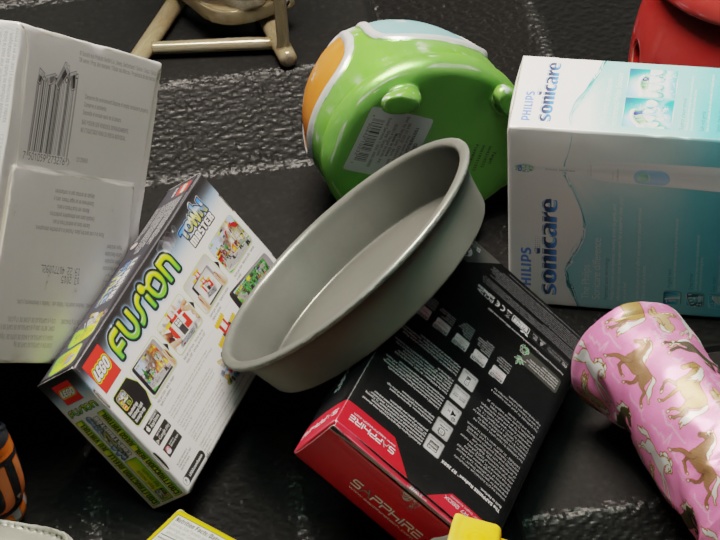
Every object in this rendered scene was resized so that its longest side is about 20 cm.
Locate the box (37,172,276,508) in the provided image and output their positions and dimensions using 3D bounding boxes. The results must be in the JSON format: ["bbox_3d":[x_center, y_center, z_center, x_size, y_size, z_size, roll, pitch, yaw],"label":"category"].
[{"bbox_3d":[-0.114,0.041,1.567,0.035,0.110,0.200,-26,23,39],"label":"box"}]

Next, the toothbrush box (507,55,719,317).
[{"bbox_3d":[0.197,-0.052,1.626,0.199,0.147,0.085,3,39,9],"label":"toothbrush box"}]

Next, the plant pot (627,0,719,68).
[{"bbox_3d":[0.285,-0.162,1.727,0.200,0.183,0.201,0,38,0],"label":"plant pot"}]

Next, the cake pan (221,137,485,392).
[{"bbox_3d":[0.000,0.000,1.528,0.200,0.037,0.200,-39,17,14],"label":"cake pan"}]

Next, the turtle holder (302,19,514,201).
[{"bbox_3d":[0.047,-0.111,1.712,0.185,0.141,0.132,-17,40,-14],"label":"turtle holder"}]

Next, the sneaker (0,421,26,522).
[{"bbox_3d":[-0.300,0.098,1.505,0.199,0.112,0.078,3,40,7],"label":"sneaker"}]

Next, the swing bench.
[{"bbox_3d":[-0.116,-0.288,1.889,0.129,0.199,0.200,-2,40,1],"label":"swing bench"}]

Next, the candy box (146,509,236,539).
[{"bbox_3d":[-0.059,0.212,1.418,0.200,0.026,0.102,25,45,29],"label":"candy box"}]

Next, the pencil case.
[{"bbox_3d":[0.200,0.106,1.477,0.083,0.086,0.200,-48,43,14],"label":"pencil case"}]

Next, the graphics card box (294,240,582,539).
[{"bbox_3d":[0.053,0.076,1.508,0.125,0.051,0.200,40,45,-10],"label":"graphics card box"}]

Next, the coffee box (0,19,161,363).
[{"bbox_3d":[-0.263,-0.052,1.547,0.197,0.201,0.200,8,-1,20],"label":"coffee box"}]

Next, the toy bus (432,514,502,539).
[{"bbox_3d":[0.101,0.239,1.240,0.191,0.200,0.136,12,40,3],"label":"toy bus"}]

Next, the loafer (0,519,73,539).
[{"bbox_3d":[-0.264,0.168,1.451,0.199,0.070,0.070,-4,39,-1],"label":"loafer"}]
